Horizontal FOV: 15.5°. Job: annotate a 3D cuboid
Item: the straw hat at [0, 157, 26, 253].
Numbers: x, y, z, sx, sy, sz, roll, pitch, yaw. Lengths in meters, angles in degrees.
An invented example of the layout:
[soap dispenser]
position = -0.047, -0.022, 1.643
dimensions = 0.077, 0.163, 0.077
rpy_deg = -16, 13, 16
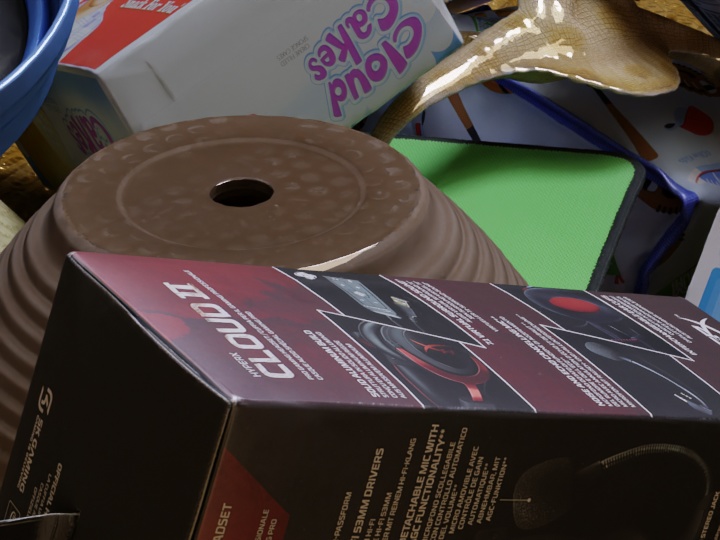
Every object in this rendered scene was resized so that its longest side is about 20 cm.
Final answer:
[straw hat]
position = -0.159, -0.065, 0.874
dimensions = 0.200, 0.085, 0.201
rpy_deg = 24, 4, -2

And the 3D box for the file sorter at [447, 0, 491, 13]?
[file sorter]
position = -0.030, -0.160, 1.128
dimensions = 0.200, 0.125, 0.139
rpy_deg = -16, -3, 36

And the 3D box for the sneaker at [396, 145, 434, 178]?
[sneaker]
position = 0.004, 0.028, 0.899
dimensions = 0.099, 0.075, 0.200
rpy_deg = -12, 29, -12

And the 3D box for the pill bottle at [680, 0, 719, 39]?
[pill bottle]
position = 0.165, -0.135, 1.009
dimensions = 0.106, 0.106, 0.200
rpy_deg = 34, -1, 38

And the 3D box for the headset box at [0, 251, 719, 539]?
[headset box]
position = -0.002, 0.080, 0.584
dimensions = 0.199, 0.149, 0.075
rpy_deg = 3, 22, -37

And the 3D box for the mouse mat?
[mouse mat]
position = 0.000, 0.000, 0.863
dimensions = 0.160, 0.008, 0.200
rpy_deg = 5, 30, 15

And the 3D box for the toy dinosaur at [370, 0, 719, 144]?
[toy dinosaur]
position = 0.063, -0.085, 0.940
dimensions = 0.199, 0.058, 0.101
rpy_deg = -10, 39, -36

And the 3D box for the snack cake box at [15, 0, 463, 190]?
[snack cake box]
position = -0.059, -0.079, 0.933
dimensions = 0.115, 0.067, 0.200
rpy_deg = -35, 17, -13

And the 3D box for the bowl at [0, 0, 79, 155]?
[bowl]
position = -0.185, -0.085, 0.796
dimensions = 0.200, 0.039, 0.201
rpy_deg = 4, 45, -4

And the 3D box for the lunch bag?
[lunch bag]
position = 0.079, -0.043, 1.059
dimensions = 0.200, 0.124, 0.170
rpy_deg = 37, 27, 27

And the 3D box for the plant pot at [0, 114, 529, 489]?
[plant pot]
position = -0.031, 0.019, 0.724
dimensions = 0.200, 0.093, 0.201
rpy_deg = -1, 29, 1

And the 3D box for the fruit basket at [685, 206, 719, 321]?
[fruit basket]
position = 0.214, -0.013, 0.944
dimensions = 0.185, 0.201, 0.094
rpy_deg = 25, -3, -24
